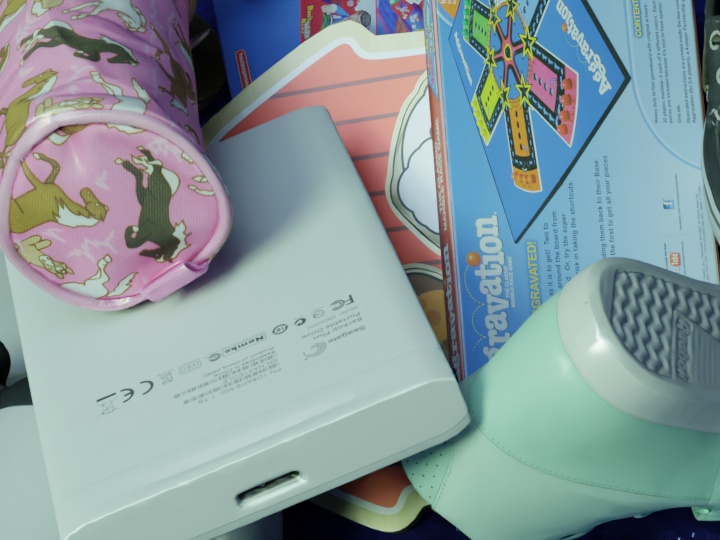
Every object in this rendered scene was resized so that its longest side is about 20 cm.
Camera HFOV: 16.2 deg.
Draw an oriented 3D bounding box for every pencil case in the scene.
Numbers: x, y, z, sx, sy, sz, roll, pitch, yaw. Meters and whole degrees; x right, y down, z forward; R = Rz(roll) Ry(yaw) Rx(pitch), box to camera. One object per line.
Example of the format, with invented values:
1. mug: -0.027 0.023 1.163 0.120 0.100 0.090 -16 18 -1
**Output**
1. pencil case: -0.092 -0.068 0.908 0.086 0.083 0.200 10 32 -12

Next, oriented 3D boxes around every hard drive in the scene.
1. hard drive: -0.049 0.018 0.863 0.132 0.027 0.200 -23 32 -1

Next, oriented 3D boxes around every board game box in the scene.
1. board game box: 0.078 -0.036 0.928 0.103 0.019 0.200 -1 78 -15
2. board game box: 0.000 -0.155 1.046 0.134 0.045 0.200 -18 62 11

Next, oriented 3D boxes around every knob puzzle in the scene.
1. knob puzzle: 0.000 0.000 0.957 0.219 0.030 0.220 -2 81 14

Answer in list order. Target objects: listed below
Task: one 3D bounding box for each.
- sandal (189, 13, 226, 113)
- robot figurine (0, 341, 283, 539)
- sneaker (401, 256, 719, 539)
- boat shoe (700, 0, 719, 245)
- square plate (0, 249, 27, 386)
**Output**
1. sandal: -0.160 -0.075 1.014 0.070 0.211 0.078 -46 49 47
2. robot figurine: -0.120 0.109 0.900 0.200 0.151 0.125 -32 24 -27
3. sneaker: 0.104 0.058 0.860 0.118 0.200 0.074 -36 51 35
4. boat shoe: 0.153 -0.083 0.915 0.070 0.066 0.200 -10 45 26
5. square plate: -0.203 0.003 0.993 0.198 0.028 0.200 -13 55 -29
